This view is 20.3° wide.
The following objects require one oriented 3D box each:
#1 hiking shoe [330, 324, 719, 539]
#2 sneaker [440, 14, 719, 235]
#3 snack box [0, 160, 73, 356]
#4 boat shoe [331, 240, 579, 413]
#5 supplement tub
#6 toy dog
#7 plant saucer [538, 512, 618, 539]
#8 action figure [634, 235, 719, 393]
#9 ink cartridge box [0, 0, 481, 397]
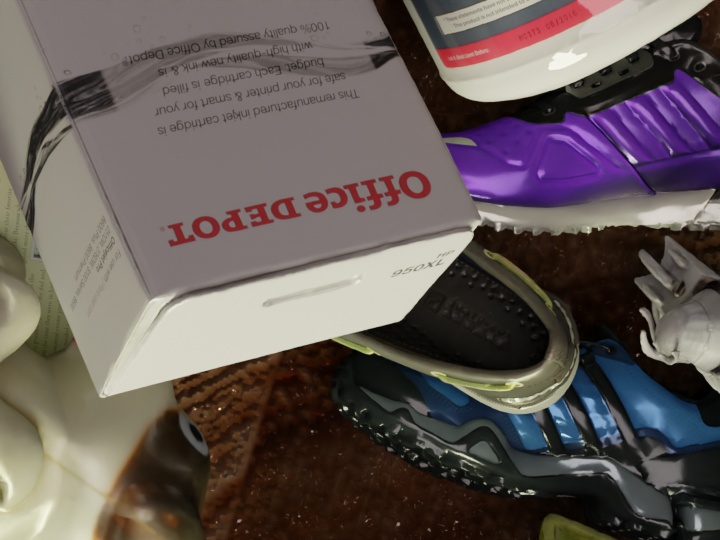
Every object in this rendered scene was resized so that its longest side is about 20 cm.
[{"bbox_3d":[0.084,0.063,0.923,0.199,0.074,0.087,19,79,-11],"label":"hiking shoe"},{"bbox_3d":[0.110,-0.069,0.888,0.199,0.070,0.100,0,99,-12],"label":"sneaker"},{"bbox_3d":[-0.139,0.031,0.874,0.115,0.037,0.201,8,119,-7],"label":"snack box"},{"bbox_3d":[0.001,-0.003,0.864,0.201,0.060,0.072,26,83,10],"label":"boat shoe"},{"bbox_3d":[0.057,-0.184,0.813,0.140,0.140,0.201,-28,105,2],"label":"supplement tub"},{"bbox_3d":[-0.157,0.081,0.793,0.199,0.139,0.195,-2,92,-19],"label":"toy dog"},{"bbox_3d":[0.154,0.230,0.898,0.199,0.201,0.048,25,129,-25],"label":"plant saucer"},{"bbox_3d":[0.190,0.046,0.873,0.199,0.130,0.069,14,126,-39],"label":"action figure"},{"bbox_3d":[-0.065,-0.067,0.784,0.144,0.084,0.201,-14,67,-30],"label":"ink cartridge box"}]
